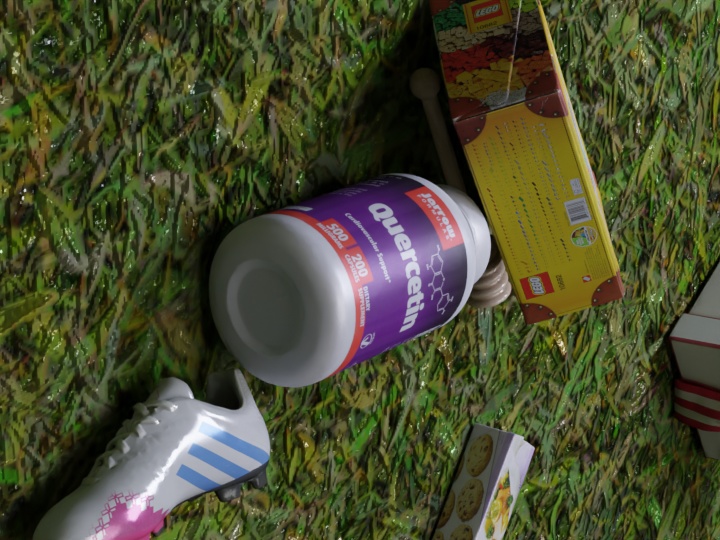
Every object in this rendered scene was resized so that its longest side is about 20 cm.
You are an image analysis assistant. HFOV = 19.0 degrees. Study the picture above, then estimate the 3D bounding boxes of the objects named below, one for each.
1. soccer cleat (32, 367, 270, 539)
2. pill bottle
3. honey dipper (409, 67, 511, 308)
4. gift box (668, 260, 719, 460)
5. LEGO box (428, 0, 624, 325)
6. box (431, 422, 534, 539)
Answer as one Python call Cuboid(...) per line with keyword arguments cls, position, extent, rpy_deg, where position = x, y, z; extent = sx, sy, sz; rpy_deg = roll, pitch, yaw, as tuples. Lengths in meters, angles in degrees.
Cuboid(cls="soccer cleat", position=(-0.134, 0.117, 1.324), extent=(0.200, 0.070, 0.086), rpy_deg=(-23, 103, -52))
Cuboid(cls="pill bottle", position=(0.000, 0.000, 1.421), extent=(0.200, 0.112, 0.113), rpy_deg=(-22, 118, -50))
Cuboid(cls="honey dipper", position=(0.071, -0.061, 1.567), extent=(0.038, 0.038, 0.200), rpy_deg=(-47, 133, -36))
Cuboid(cls="gift box", position=(0.405, 0.094, 1.955), extent=(0.187, 0.184, 0.200), rpy_deg=(-52, 132, -34))
Cuboid(cls="LEGO box", position=(0.119, -0.087, 1.528), extent=(0.149, 0.077, 0.200), rpy_deg=(-97, 168, -49))
Cuboid(cls="box", position=(0.079, 0.218, 1.663), extent=(0.039, 0.041, 0.200), rpy_deg=(36, 72, -52))
